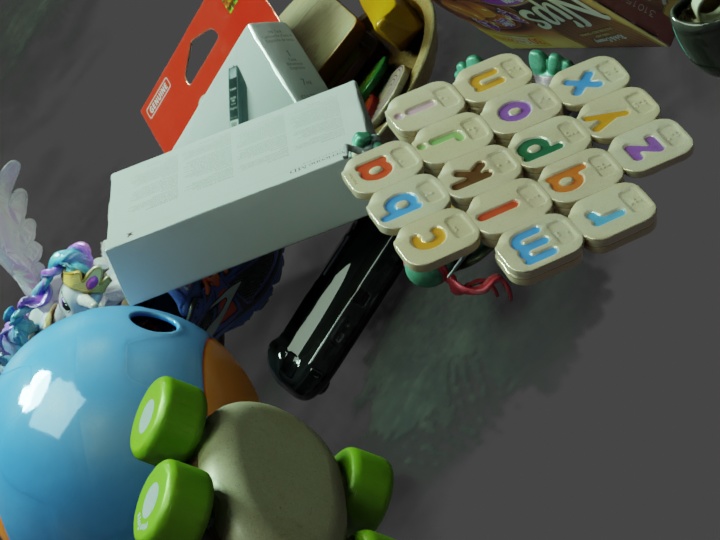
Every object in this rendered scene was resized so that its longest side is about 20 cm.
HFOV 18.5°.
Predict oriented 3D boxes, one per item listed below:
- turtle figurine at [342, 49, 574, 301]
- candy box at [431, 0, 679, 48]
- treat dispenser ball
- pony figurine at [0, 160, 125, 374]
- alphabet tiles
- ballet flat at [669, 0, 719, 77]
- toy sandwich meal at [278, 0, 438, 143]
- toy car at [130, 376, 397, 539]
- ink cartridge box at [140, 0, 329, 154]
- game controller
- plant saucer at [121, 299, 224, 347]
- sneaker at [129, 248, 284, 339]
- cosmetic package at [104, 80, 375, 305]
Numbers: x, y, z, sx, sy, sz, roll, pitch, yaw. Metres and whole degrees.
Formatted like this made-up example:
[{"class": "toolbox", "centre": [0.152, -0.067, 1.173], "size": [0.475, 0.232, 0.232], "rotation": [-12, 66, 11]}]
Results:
[{"class": "turtle figurine", "centre": [0.065, -0.058, 1.438], "size": [0.149, 0.101, 0.201], "rotation": [13, 52, 27]}, {"class": "candy box", "centre": [0.121, -0.198, 1.486], "size": [0.200, 0.116, 0.057], "rotation": [14, 78, 62]}, {"class": "treat dispenser ball", "centre": [-0.161, 0.125, 1.507], "size": [0.201, 0.200, 0.202], "rotation": [-40, 30, 29]}, {"class": "pony figurine", "centre": [-0.228, 0.028, 1.699], "size": [0.194, 0.165, 0.201], "rotation": [-102, 27, -51]}, {"class": "alphabet tiles", "centre": [0.096, -0.066, 1.358], "size": [0.194, 0.015, 0.200], "rotation": [-23, 42, -12]}, {"class": "ballet flat", "centre": [0.261, -0.195, 1.298], "size": [0.200, 0.068, 0.068], "rotation": [-46, 27, 19]}, {"class": "toy sandwich meal", "centre": [-0.019, -0.155, 1.734], "size": [0.205, 0.070, 0.206], "rotation": [-41, 30, 29]}, {"class": "toy car", "centre": [-0.091, 0.196, 1.374], "size": [0.201, 0.163, 0.158], "rotation": [-58, 23, 26]}, {"class": "ink cartridge box", "centre": [-0.114, -0.125, 1.745], "size": [0.174, 0.043, 0.200], "rotation": [57, 134, 24]}, {"class": "game controller", "centre": [0.000, 0.000, 1.572], "size": [0.201, 0.042, 0.104], "rotation": [-56, 11, -2]}, {"class": "plant saucer", "centre": [-0.181, 0.089, 1.741], "size": [0.199, 0.029, 0.201], "rotation": [-29, 48, 38]}, {"class": "sneaker", "centre": [-0.123, 0.018, 1.649], "size": [0.075, 0.079, 0.201], "rotation": [27, 74, 20]}, {"class": "cosmetic package", "centre": [-0.081, -0.058, 1.576], "size": [0.199, 0.052, 0.151], "rotation": [-21, 21, 4]}]
